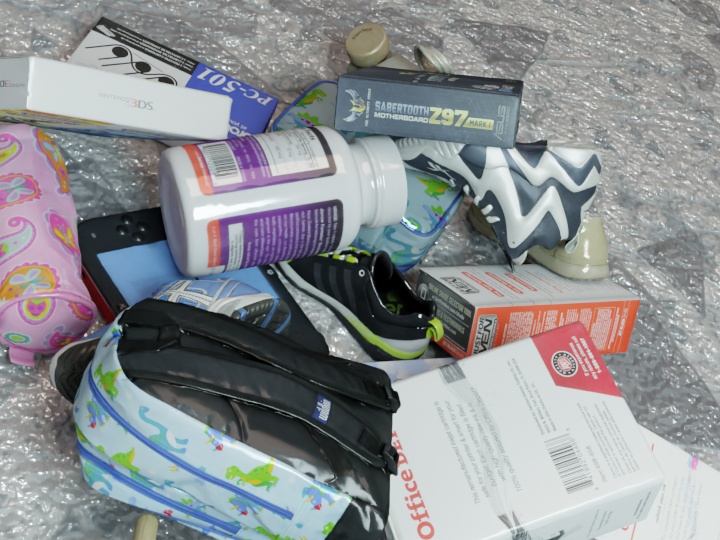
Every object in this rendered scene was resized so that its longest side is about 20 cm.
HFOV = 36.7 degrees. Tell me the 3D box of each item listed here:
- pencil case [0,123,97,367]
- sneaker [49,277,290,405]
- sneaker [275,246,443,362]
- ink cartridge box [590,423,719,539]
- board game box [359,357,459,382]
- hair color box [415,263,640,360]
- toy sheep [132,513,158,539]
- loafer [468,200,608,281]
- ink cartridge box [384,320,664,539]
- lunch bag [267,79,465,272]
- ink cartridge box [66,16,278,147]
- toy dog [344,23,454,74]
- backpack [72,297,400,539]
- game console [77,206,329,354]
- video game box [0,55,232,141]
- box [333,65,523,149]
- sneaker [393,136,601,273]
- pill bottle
[{"bbox_3d":[-0.269,-0.025,0.876,0.087,0.088,0.201,0,50,-29],"label":"pencil case"},{"bbox_3d":[-0.152,0.055,0.842,0.199,0.076,0.077,-14,36,-41],"label":"sneaker"},{"bbox_3d":[0.000,0.000,1.001,0.200,0.083,0.072,41,43,14],"label":"sneaker"},{"bbox_3d":[0.245,0.211,0.911,0.199,0.067,0.117,31,57,-10],"label":"ink cartridge box"},{"bbox_3d":[0.092,0.146,0.947,0.199,0.037,0.152,-2,51,-29],"label":"board game box"},{"bbox_3d":[0.158,0.038,1.043,0.199,0.062,0.101,-1,21,-30],"label":"hair color box"},{"bbox_3d":[-0.116,0.232,0.682,0.199,0.138,0.138,20,43,-16],"label":"toy sheep"},{"bbox_3d":[0.188,-0.051,1.120,0.075,0.069,0.200,0,21,-35],"label":"loafer"},{"bbox_3d":[0.104,0.144,0.827,0.199,0.084,0.145,-17,56,-9],"label":"ink cartridge box"},{"bbox_3d":[0.005,-0.098,1.096,0.200,0.083,0.161,34,41,2],"label":"lunch bag"},{"bbox_3d":[-0.190,-0.175,1.093,0.199,0.044,0.094,24,44,-6],"label":"ink cartridge box"},{"bbox_3d":[0.036,-0.184,1.186,0.132,0.096,0.200,50,-6,-35],"label":"toy dog"},{"bbox_3d":[-0.090,0.102,0.725,0.200,0.154,0.164,35,29,-22],"label":"backpack"},{"bbox_3d":[-0.142,0.021,0.943,0.176,0.031,0.200,-17,60,-39],"label":"game console"},{"bbox_3d":[-0.242,-0.142,0.920,0.182,0.047,0.199,5,1,42],"label":"video game box"},{"bbox_3d":[0.069,-0.154,1.000,0.157,0.051,0.200,7,13,9],"label":"box"},{"bbox_3d":[0.123,-0.063,1.031,0.198,0.130,0.080,5,14,3],"label":"sneaker"},{"bbox_3d":[-0.066,-0.064,0.938,0.199,0.112,0.112,-11,54,-20],"label":"pill bottle"}]
